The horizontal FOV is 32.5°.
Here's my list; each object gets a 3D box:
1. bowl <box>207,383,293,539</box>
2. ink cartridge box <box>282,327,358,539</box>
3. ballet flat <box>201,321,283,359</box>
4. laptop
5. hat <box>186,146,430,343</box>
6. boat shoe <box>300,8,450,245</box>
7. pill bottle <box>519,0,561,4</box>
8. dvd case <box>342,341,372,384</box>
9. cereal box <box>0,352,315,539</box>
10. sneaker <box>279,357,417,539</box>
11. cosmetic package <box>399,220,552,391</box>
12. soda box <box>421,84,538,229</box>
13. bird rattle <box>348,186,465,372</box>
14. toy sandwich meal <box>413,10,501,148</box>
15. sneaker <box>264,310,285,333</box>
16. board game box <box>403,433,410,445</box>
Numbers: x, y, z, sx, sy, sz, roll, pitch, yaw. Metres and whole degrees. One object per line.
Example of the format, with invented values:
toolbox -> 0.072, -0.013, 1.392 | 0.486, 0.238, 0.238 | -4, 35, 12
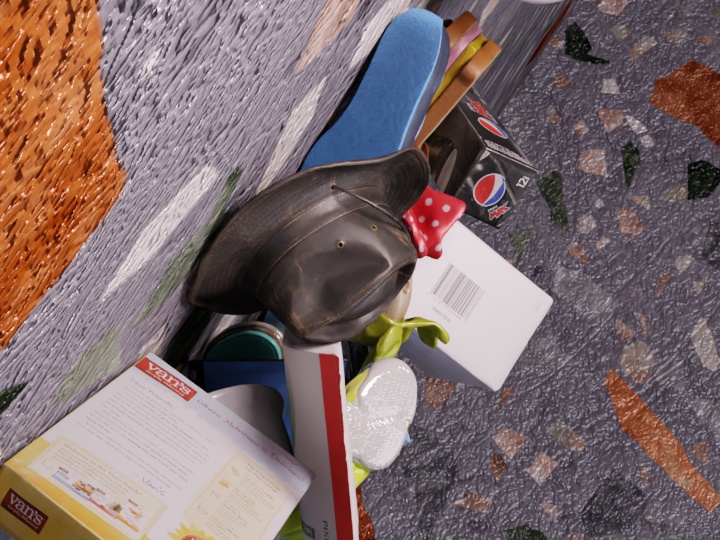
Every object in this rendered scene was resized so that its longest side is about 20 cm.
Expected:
bowl -> -0.121, 0.182, 0.919 | 0.199, 0.091, 0.202 | -31, 157, -14
ink cartridge box -> -0.028, 0.133, 0.860 | 0.200, 0.049, 0.164 | -86, 171, -83
ballet flat -> -0.110, 0.090, 1.085 | 0.200, 0.067, 0.064 | -51, -178, 43
laptop -> -0.115, 0.166, 1.025 | 0.201, 0.115, 0.188 | -53, 164, -32
hat -> -0.020, 0.003, 0.858 | 0.198, 0.082, 0.201 | -29, 162, -10
boat shoe -> 0.018, -0.099, 0.953 | 0.201, 0.084, 0.069 | -55, 165, 9
pill bottle -> 0.159, -0.282, 1.019 | 0.112, 0.111, 0.200 | -57, 177, 20
dvd case -> -0.017, 0.041, 1.232 | 0.149, 0.016, 0.203 | 118, -34, -58
cereal box -> -0.117, 0.133, 0.744 | 0.040, 0.143, 0.200 | -56, 175, 19
sneaker -> -0.035, 0.153, 1.024 | 0.201, 0.076, 0.105 | -56, -150, -12
cosmetic package -> 0.070, 0.020, 1.352 | 0.124, 0.198, 0.200 | -55, -166, -12
soda box -> 0.099, -0.126, 1.203 | 0.071, 0.063, 0.201 | -57, -152, 21
bird rattle -> 0.000, 0.000, 1.063 | 0.112, 0.161, 0.203 | -38, 133, -43
toy sandwich meal -> 0.051, -0.141, 1.112 | 0.207, 0.070, 0.205 | -56, 176, -6
sneaker -> -0.100, 0.094, 1.230 | 0.130, 0.080, 0.200 | -40, -178, -11
board game box -> -0.055, 0.160, 1.307 | 0.198, 0.153, 0.037 | -33, 142, 17
